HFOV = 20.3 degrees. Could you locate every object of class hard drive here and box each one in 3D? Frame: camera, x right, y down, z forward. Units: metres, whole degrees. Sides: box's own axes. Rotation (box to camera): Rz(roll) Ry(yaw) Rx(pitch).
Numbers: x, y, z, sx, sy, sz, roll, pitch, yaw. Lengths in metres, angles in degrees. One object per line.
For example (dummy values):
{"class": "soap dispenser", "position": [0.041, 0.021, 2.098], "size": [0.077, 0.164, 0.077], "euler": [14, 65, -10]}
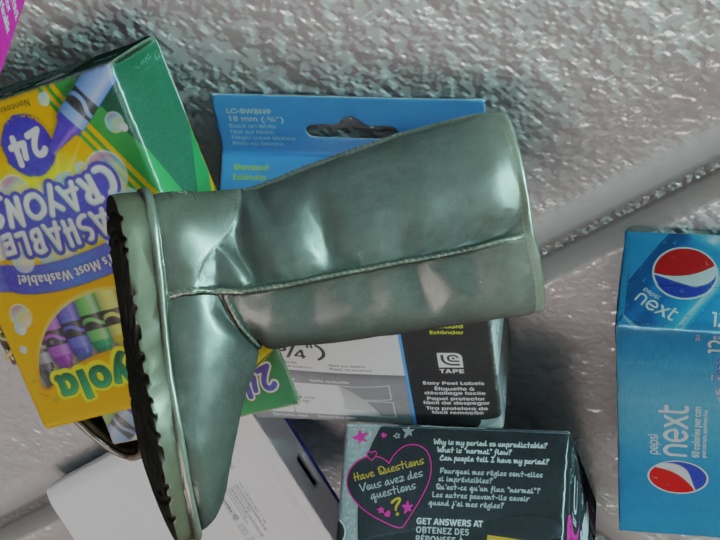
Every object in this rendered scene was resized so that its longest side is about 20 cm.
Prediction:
{"class": "hard drive", "position": [-0.098, 0.157, 1.255], "size": [0.199, 0.025, 0.133], "euler": [-29, 96, 40]}

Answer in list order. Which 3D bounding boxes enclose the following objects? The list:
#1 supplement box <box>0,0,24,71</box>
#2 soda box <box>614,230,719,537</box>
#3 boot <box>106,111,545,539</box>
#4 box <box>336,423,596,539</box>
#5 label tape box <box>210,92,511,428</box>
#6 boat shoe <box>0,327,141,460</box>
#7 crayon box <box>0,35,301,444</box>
{"class": "supplement box", "position": [-0.213, -0.105, 0.851], "size": [0.102, 0.201, 0.102], "euler": [3, 143, 7]}
{"class": "soda box", "position": [0.174, 0.066, 1.089], "size": [0.067, 0.065, 0.201], "euler": [3, 142, 10]}
{"class": "boot", "position": [-0.011, 0.026, 0.950], "size": [0.198, 0.073, 0.184], "euler": [-8, 102, -17]}
{"class": "box", "position": [0.064, 0.164, 1.157], "size": [0.131, 0.116, 0.200], "euler": [2, 162, 12]}
{"class": "label tape box", "position": [0.000, 0.000, 1.047], "size": [0.143, 0.064, 0.201], "euler": [2, 142, 10]}
{"class": "boat shoe", "position": [-0.170, 0.032, 1.133], "size": [0.071, 0.060, 0.200], "euler": [-10, 138, 26]}
{"class": "crayon box", "position": [-0.125, -0.002, 1.007], "size": [0.125, 0.052, 0.201], "euler": [-14, 106, 29]}
